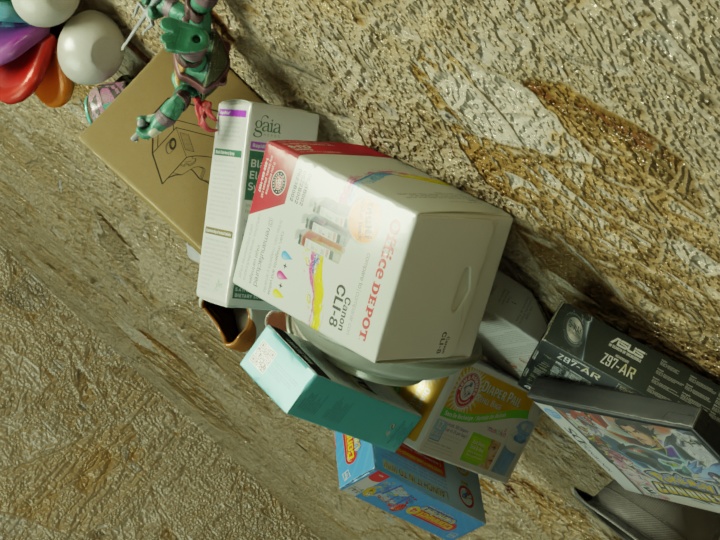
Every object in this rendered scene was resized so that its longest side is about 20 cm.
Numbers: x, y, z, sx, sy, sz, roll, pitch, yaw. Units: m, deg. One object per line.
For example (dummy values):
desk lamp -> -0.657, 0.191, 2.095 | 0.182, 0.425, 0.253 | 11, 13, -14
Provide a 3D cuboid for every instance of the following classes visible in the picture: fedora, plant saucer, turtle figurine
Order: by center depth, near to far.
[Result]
plant saucer -> 0.018, 0.068, 1.595 | 0.198, 0.051, 0.200 | 15, -165, -4
turtle figurine -> -0.174, -0.210, 1.603 | 0.200, 0.100, 0.151 | 124, 142, -66
fedora -> 0.312, 0.249, 1.692 | 0.176, 0.091, 0.200 | 34, 174, 33

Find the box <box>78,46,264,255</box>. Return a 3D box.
box -> -0.164, -0.125, 1.699 | 0.200, 0.164, 0.021 | 43, 164, -7

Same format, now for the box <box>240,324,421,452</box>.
box -> -0.026, 0.118, 1.610 | 0.082, 0.049, 0.199 | 43, -171, 35

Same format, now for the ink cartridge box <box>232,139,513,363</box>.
ink cartridge box -> 0.010, -0.019, 1.520 | 0.199, 0.147, 0.144 | 27, -162, 38

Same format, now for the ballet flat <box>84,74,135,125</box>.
ballet flat -> -0.258, -0.191, 1.883 | 0.200, 0.070, 0.070 | -56, -44, -80

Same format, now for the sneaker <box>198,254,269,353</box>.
sneaker -> -0.150, -0.005, 1.835 | 0.084, 0.072, 0.202 | 4, -118, -59

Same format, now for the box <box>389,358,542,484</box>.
box -> 0.099, 0.143, 1.768 | 0.101, 0.113, 0.199 | 27, -179, 37

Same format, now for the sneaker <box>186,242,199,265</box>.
sneaker -> -0.158, -0.056, 1.945 | 0.199, 0.069, 0.110 | 18, 117, 59

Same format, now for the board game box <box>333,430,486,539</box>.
board game box -> 0.051, 0.184, 1.882 | 0.056, 0.197, 0.199 | -31, 137, 29

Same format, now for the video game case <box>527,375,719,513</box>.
video game case -> 0.274, 0.166, 1.509 | 0.199, 0.026, 0.181 | 8, 151, 51

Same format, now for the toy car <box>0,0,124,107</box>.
toy car -> -0.377, -0.267, 1.841 | 0.174, 0.150, 0.201 | 23, 156, 47

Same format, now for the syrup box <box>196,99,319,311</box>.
syrup box -> -0.103, -0.065, 1.643 | 0.078, 0.202, 0.081 | 6, -176, -29

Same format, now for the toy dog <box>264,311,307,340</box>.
toy dog -> -0.089, 0.013, 1.774 | 0.200, 0.132, 0.096 | 50, 138, 6

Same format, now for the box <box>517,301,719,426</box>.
box -> 0.251, 0.116, 1.528 | 0.199, 0.044, 0.160 | 29, 162, 7

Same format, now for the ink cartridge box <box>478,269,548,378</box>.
ink cartridge box -> 0.152, 0.057, 1.684 | 0.199, 0.050, 0.161 | 31, 166, -14
